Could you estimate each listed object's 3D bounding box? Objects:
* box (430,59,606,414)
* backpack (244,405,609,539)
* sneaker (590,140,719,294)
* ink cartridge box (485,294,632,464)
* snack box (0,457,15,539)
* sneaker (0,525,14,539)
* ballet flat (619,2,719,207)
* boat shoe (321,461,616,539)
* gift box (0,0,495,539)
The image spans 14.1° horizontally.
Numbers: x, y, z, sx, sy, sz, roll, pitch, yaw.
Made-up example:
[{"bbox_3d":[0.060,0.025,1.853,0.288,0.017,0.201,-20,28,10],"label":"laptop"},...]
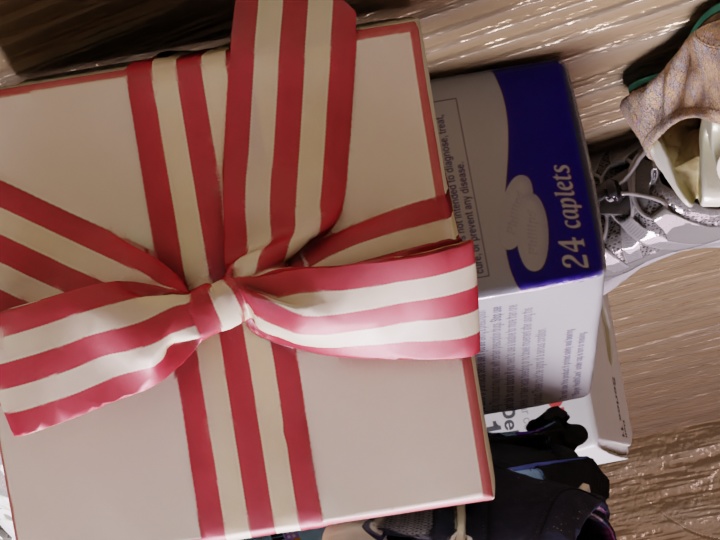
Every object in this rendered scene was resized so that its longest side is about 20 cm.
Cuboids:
[{"bbox_3d":[0.000,0.000,1.283,0.200,0.105,0.184,-10,161,-1],"label":"box"},{"bbox_3d":[0.008,0.140,1.305,0.182,0.135,0.200,-10,176,22],"label":"backpack"},{"bbox_3d":[0.135,-0.040,1.439,0.200,0.075,0.082,-17,157,4],"label":"sneaker"},{"bbox_3d":[0.038,0.050,1.621,0.200,0.147,0.083,-13,170,15],"label":"ink cartridge box"},{"bbox_3d":[-0.123,0.057,1.150,0.037,0.116,0.200,-24,126,17],"label":"snack box"},{"bbox_3d":[-0.198,0.047,1.162,0.079,0.200,0.075,-58,-171,-35],"label":"sneaker"},{"bbox_3d":[0.152,-0.063,1.244,0.068,0.067,0.200,-8,172,-2],"label":"ballet flat"},{"bbox_3d":[0.051,0.101,1.055,0.093,0.075,0.200,-4,-171,12],"label":"boat shoe"},{"bbox_3d":[-0.055,-0.010,1.010,0.184,0.200,0.187,-14,-173,3],"label":"gift box"}]
